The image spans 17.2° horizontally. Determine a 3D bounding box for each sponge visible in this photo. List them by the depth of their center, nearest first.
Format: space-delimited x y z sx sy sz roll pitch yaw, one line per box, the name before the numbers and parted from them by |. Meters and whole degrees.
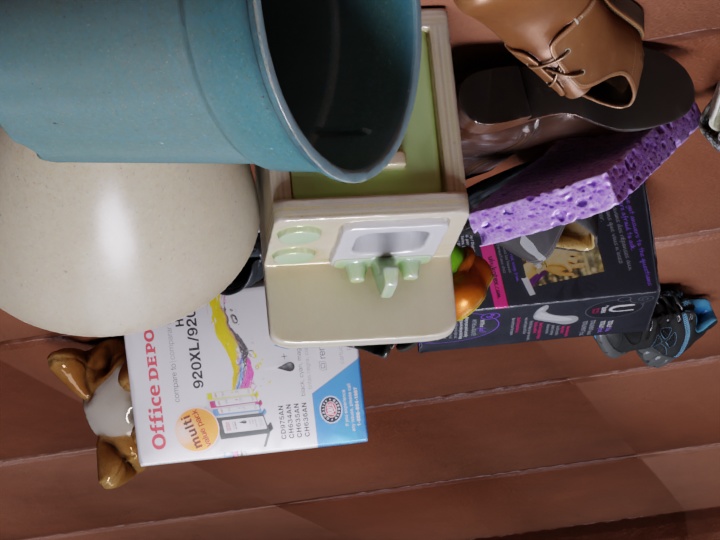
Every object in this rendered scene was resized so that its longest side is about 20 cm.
sponge | 0.164 -0.073 1.707 0.111 0.030 0.200 -17 -169 31

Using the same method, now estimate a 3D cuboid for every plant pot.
plant pot | -0.095 -0.140 1.307 0.195 0.201 0.200 -5 166 26

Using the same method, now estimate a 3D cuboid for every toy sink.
toy sink | -0.001 -0.061 1.568 0.130 0.201 0.112 -2 164 -7

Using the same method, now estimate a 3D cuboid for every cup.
cup | -0.166 -0.080 1.523 0.199 0.201 0.144 -4 139 -4

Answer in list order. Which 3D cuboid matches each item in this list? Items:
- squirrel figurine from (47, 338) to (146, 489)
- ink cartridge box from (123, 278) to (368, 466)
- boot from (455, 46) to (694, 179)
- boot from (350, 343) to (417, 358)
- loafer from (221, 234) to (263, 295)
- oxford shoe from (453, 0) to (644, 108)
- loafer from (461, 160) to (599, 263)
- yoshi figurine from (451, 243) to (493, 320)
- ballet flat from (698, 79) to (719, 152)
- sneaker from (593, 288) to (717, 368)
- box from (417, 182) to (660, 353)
squirrel figurine | -0.162 0.106 2.285 0.186 0.142 0.200 -25 171 25
ink cartridge box | -0.100 0.082 2.070 0.199 0.148 0.145 -6 -177 -1
boot | 0.123 -0.104 1.721 0.186 0.065 0.200 -2 167 -15
boot | 0.000 0.000 1.851 0.067 0.131 0.200 12 175 -19
loafer | -0.106 -0.012 1.938 0.068 0.071 0.200 -14 162 32
oxford shoe | 0.126 -0.152 1.532 0.071 0.072 0.200 -16 160 37
loafer | 0.130 -0.042 1.818 0.073 0.073 0.200 -23 174 37
yoshi figurine | -0.004 -0.034 1.683 0.112 0.200 0.112 -41 -165 2
ballet flat | 0.294 -0.129 1.675 0.072 0.072 0.200 0 162 -19
sneaker | 0.273 0.040 2.282 0.082 0.073 0.200 -31 160 23
box | 0.141 -0.004 1.981 0.199 0.107 0.122 -5 163 -1
